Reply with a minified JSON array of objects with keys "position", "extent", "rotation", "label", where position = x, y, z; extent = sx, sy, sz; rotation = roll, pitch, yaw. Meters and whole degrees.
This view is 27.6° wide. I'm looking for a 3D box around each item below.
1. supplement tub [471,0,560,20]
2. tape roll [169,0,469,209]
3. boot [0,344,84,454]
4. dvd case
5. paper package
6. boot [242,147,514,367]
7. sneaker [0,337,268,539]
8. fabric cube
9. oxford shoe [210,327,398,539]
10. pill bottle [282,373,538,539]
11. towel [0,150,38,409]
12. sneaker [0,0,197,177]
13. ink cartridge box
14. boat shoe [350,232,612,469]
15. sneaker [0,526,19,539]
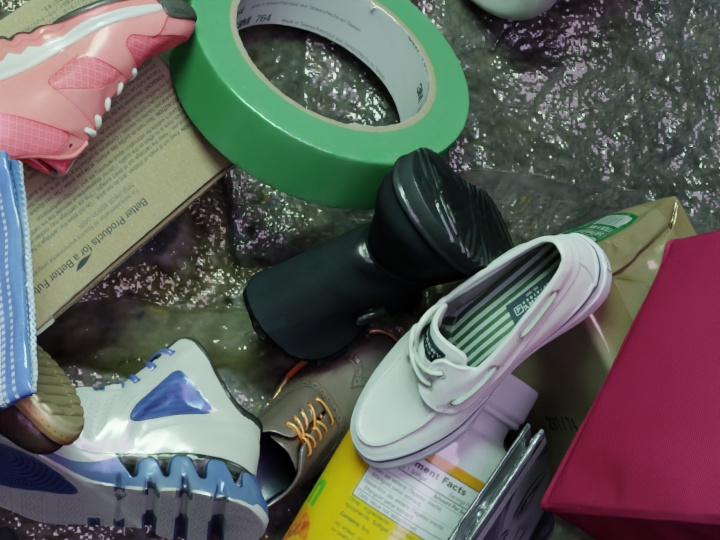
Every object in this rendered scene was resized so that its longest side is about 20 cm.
[{"position":[0.153,-0.288,1.055],"extent":[0.200,0.145,0.146],"rotation":[-36,96,-19],"label":"supplement tub"},{"position":[-0.026,-0.131,0.974],"extent":[0.200,0.048,0.201],"rotation":[17,44,-17],"label":"tape roll"},{"position":[-0.259,0.094,0.829],"extent":[0.200,0.072,0.167],"rotation":[34,91,30],"label":"boot"},{"position":[0.081,0.196,0.962],"extent":[0.016,0.200,0.149],"rotation":[30,72,22],"label":"dvd case"},{"position":[0.167,0.065,0.993],"extent":[0.103,0.200,0.191],"rotation":[-30,94,-21],"label":"paper package"},{"position":[0.000,0.000,0.922],"extent":[0.168,0.200,0.077],"rotation":[-26,79,14],"label":"boot"},{"position":[-0.148,0.098,0.916],"extent":[0.198,0.081,0.115],"rotation":[14,48,-5],"label":"sneaker"},{"position":[0.257,0.097,0.809],"extent":[0.200,0.199,0.197],"rotation":[33,73,-15],"label":"fabric cube"},{"position":[-0.037,0.112,0.984],"extent":[0.200,0.073,0.071],"rotation":[-43,98,-18],"label":"oxford shoe"},{"position":[0.032,0.146,0.966],"extent":[0.111,0.111,0.200],"rotation":[32,86,-13],"label":"pill bottle"},{"position":[-0.263,0.030,0.798],"extent":[0.199,0.024,0.145],"rotation":[-20,64,21],"label":"towel"},{"position":[-0.180,-0.102,0.870],"extent":[0.200,0.074,0.087],"rotation":[-26,99,-29],"label":"sneaker"},{"position":[-0.201,-0.071,0.922],"extent":[0.165,0.075,0.200],"rotation":[52,54,-8],"label":"ink cartridge box"},{"position":[0.057,0.042,0.873],"extent":[0.200,0.067,0.074],"rotation":[-45,59,17],"label":"boat shoe"},{"position":[-0.293,0.186,0.884],"extent":[0.199,0.074,0.085],"rotation":[18,54,-35],"label":"sneaker"}]
